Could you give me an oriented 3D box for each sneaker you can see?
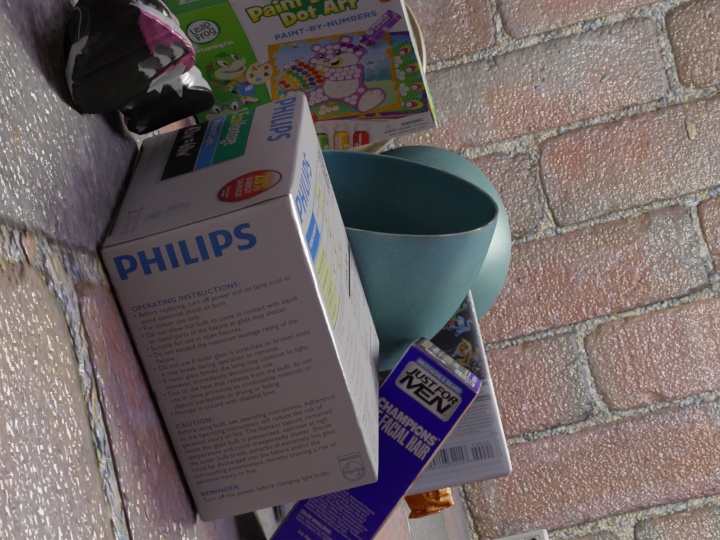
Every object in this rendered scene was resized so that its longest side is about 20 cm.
[{"bbox_3d":[-0.151,-0.147,0.974,0.200,0.080,0.087,91,-26,-82],"label":"sneaker"}]

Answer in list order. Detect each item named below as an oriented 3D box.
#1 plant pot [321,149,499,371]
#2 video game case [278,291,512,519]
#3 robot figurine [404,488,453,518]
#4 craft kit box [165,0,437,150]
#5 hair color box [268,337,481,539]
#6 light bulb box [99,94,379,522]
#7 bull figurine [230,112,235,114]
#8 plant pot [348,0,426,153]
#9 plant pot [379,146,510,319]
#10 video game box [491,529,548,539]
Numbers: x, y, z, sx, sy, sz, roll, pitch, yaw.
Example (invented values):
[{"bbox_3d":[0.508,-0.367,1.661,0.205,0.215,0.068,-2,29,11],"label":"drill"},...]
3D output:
[{"bbox_3d":[0.000,0.000,1.225,0.200,0.198,0.136,-87,-174,-70],"label":"plant pot"},{"bbox_3d":[0.012,0.098,1.295,0.023,0.198,0.184,125,-46,-70],"label":"video game case"},{"bbox_3d":[0.003,0.120,1.342,0.058,0.144,0.202,-38,-115,51],"label":"robot figurine"},{"bbox_3d":[-0.050,-0.176,1.301,0.198,0.198,0.049,69,11,-48],"label":"craft kit box"},{"bbox_3d":[0.007,0.147,1.134,0.065,0.201,0.109,35,4,5],"label":"hair color box"},{"bbox_3d":[-0.069,0.019,1.025,0.199,0.124,0.202,-89,163,-66],"label":"light bulb box"},{"bbox_3d":[-0.074,-0.051,1.329,0.200,0.065,0.123,33,59,-56],"label":"bull figurine"},{"bbox_3d":[-0.058,-0.209,1.472,0.183,0.199,0.202,16,59,-71],"label":"plant pot"},{"bbox_3d":[0.034,-0.024,1.550,0.135,0.199,0.202,-6,82,-66],"label":"plant pot"},{"bbox_3d":[0.097,0.327,1.527,0.182,0.198,0.047,-75,152,-77],"label":"video game box"}]
